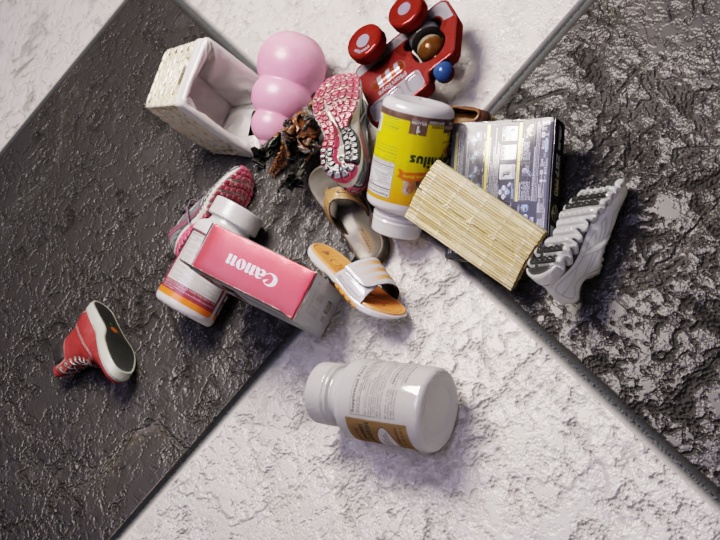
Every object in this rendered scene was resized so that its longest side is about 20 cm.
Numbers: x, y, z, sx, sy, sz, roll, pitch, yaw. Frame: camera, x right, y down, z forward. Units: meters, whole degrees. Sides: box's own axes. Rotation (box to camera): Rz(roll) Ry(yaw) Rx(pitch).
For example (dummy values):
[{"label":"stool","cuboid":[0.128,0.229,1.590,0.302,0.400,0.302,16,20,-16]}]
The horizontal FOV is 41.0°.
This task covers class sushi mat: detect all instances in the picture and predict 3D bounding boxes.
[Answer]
[{"label":"sushi mat","cuboid":[0.158,-0.066,1.353,0.199,0.012,0.096,37,103,24]}]

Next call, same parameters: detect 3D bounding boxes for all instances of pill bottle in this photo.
[{"label":"pill bottle","cuboid":[0.071,-0.154,1.438,0.109,0.109,0.202,25,113,39]},{"label":"pill bottle","cuboid":[0.025,0.182,1.344,0.198,0.114,0.115,4,70,35]},{"label":"pill bottle","cuboid":[-0.251,-0.017,1.623,0.109,0.109,0.201,24,83,38]}]

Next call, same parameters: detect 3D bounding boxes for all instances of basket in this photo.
[{"label":"basket","cuboid":[-0.264,-0.302,1.711,0.123,0.200,0.137,5,71,40]}]

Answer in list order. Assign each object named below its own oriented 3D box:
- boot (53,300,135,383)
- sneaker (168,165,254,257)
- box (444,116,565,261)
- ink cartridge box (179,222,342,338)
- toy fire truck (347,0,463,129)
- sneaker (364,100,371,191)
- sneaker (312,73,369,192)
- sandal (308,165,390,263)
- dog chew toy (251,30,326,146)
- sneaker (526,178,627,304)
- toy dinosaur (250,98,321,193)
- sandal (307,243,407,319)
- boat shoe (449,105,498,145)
[{"label":"boot","cuboid":[-0.483,0.166,1.720,0.144,0.072,0.200,-47,43,7]},{"label":"sneaker","cuboid":[-0.269,-0.109,1.697,0.200,0.080,0.075,-48,49,6]},{"label":"box","cuboid":[0.204,-0.112,1.375,0.160,0.049,0.202,1,84,30]},{"label":"ink cartridge box","cuboid":[-0.150,0.011,1.470,0.199,0.176,0.084,25,82,21]},{"label":"toy fire truck","cuboid":[0.082,-0.332,1.541,0.199,0.112,0.169,-34,51,17]},{"label":"sneaker","cuboid":[-0.030,-0.211,1.583,0.070,0.082,0.202,-18,63,27]},{"label":"sneaker","cuboid":[-0.027,-0.215,1.495,0.080,0.075,0.202,-9,65,20]},{"label":"sandal","cuboid":[-0.024,-0.090,1.520,0.082,0.054,0.201,-39,65,25]},{"label":"dog chew toy","cuboid":[-0.135,-0.311,1.682,0.124,0.124,0.202,14,85,37]},{"label":"sneaker","cuboid":[0.302,-0.042,1.297,0.200,0.081,0.075,-51,22,-20]},{"label":"toy dinosaur","cuboid":[-0.109,-0.204,1.606,0.101,0.201,0.136,23,57,9]},{"label":"sandal","cuboid":[-0.006,0.000,1.454,0.206,0.079,0.060,40,121,33]},{"label":"boat shoe","cuboid":[0.119,-0.230,1.503,0.199,0.067,0.073,4,71,35]}]
